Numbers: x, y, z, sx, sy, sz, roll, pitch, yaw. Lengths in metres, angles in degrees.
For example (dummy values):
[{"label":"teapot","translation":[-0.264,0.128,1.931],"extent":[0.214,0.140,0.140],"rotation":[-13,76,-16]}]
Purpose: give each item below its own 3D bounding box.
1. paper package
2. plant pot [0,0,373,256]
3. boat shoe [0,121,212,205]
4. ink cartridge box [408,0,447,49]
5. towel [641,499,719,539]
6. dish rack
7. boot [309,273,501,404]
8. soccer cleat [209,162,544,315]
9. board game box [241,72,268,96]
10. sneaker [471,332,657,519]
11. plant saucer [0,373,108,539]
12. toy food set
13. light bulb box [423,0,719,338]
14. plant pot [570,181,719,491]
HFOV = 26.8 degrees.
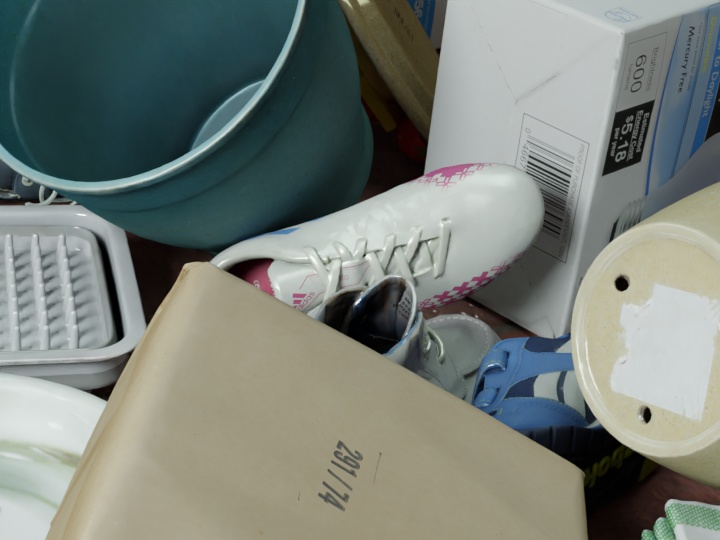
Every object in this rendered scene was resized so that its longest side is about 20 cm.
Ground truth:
[{"label":"paper package","translation":[-0.016,0.116,0.535],"extent":[0.190,0.104,0.200],"rotation":[28,26,-8]},{"label":"plant pot","translation":[-0.087,-0.098,0.854],"extent":[0.199,0.201,0.188],"rotation":[23,-12,28]},{"label":"boat shoe","translation":[-0.186,-0.074,0.947],"extent":[0.199,0.075,0.062],"rotation":[-2,11,-32]},{"label":"ink cartridge box","translation":[0.055,-0.259,1.326],"extent":[0.199,0.085,0.146],"rotation":[-17,35,-38]},{"label":"towel","translation":[0.197,0.146,0.539],"extent":[0.148,0.031,0.200],"rotation":[-2,26,-7]},{"label":"dish rack","translation":[-0.219,0.020,0.795],"extent":[0.199,0.044,0.172],"rotation":[-2,28,-15]},{"label":"boot","translation":[0.024,0.045,0.741],"extent":[0.073,0.096,0.200],"rotation":[18,30,21]},{"label":"soccer cleat","translation":[0.000,0.000,0.791],"extent":[0.199,0.070,0.086],"rotation":[-19,6,18]},{"label":"board game box","translation":[-0.062,-0.144,1.070],"extent":[0.047,0.102,0.200],"rotation":[4,28,-6]},{"label":"sneaker","translation":[0.080,0.079,0.720],"extent":[0.082,0.074,0.200],"rotation":[26,25,31]},{"label":"plant saucer","translation":[-0.171,0.114,0.622],"extent":[0.199,0.050,0.200],"rotation":[5,27,-3]},{"label":"toy food set","translation":[0.010,-0.161,1.051],"extent":[0.048,0.198,0.200],"rotation":[-29,32,13]},{"label":"light bulb box","translation":[0.150,-0.091,0.913],"extent":[0.125,0.199,0.199],"rotation":[31,38,35]},{"label":"plant pot","translation":[0.191,0.029,0.660],"extent":[0.199,0.188,0.187],"rotation":[1,24,-43]}]
